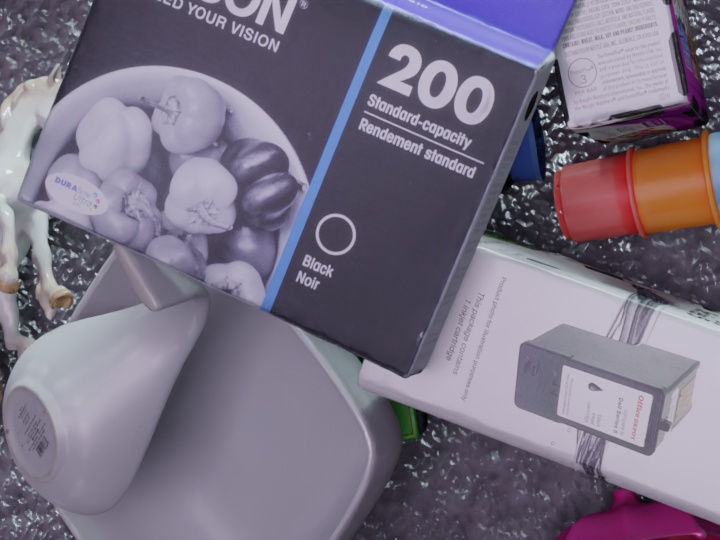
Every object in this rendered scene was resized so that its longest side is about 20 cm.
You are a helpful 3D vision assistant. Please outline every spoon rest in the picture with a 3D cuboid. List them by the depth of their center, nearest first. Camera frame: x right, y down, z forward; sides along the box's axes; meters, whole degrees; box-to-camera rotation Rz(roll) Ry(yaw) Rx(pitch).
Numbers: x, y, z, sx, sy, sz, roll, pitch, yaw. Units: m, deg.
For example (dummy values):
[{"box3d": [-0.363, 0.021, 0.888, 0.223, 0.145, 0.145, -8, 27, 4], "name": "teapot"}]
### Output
[{"box3d": [-0.129, 0.053, 0.792, 0.100, 0.060, 0.200, 58, 136, 18], "name": "spoon rest"}]

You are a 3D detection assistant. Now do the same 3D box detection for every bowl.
[{"box3d": [-0.073, 0.086, 0.825, 0.200, 0.074, 0.201, 47, 120, 22], "name": "bowl"}]

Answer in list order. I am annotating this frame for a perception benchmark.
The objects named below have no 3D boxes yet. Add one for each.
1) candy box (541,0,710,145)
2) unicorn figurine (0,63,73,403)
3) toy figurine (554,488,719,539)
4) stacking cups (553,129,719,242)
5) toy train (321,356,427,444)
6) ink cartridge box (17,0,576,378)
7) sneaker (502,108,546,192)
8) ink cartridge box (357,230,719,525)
[{"box3d": [0.117, -0.167, 0.747, 0.060, 0.136, 0.202, -11, 88, 16], "name": "candy box"}, {"box3d": [-0.196, -0.021, 0.873, 0.200, 0.074, 0.138, -44, 48, 25], "name": "unicorn figurine"}, {"box3d": [0.137, 0.206, 0.758, 0.199, 0.150, 0.185, 26, 91, 24], "name": "toy figurine"}, {"box3d": [0.194, -0.051, 0.766, 0.198, 0.060, 0.061, -9, 89, 17], "name": "stacking cups"}, {"box3d": [0.000, 0.000, 0.842, 0.056, 0.042, 0.202, -8, 90, 8], "name": "toy train"}, {"box3d": [-0.025, -0.083, 0.681, 0.197, 0.043, 0.202, 23, 96, 7], "name": "ink cartridge box"}, {"box3d": [0.041, -0.136, 0.807, 0.077, 0.070, 0.202, -12, 89, 13], "name": "sneaker"}, {"box3d": [0.118, 0.047, 0.750, 0.198, 0.145, 0.085, 20, 96, 15], "name": "ink cartridge box"}]
